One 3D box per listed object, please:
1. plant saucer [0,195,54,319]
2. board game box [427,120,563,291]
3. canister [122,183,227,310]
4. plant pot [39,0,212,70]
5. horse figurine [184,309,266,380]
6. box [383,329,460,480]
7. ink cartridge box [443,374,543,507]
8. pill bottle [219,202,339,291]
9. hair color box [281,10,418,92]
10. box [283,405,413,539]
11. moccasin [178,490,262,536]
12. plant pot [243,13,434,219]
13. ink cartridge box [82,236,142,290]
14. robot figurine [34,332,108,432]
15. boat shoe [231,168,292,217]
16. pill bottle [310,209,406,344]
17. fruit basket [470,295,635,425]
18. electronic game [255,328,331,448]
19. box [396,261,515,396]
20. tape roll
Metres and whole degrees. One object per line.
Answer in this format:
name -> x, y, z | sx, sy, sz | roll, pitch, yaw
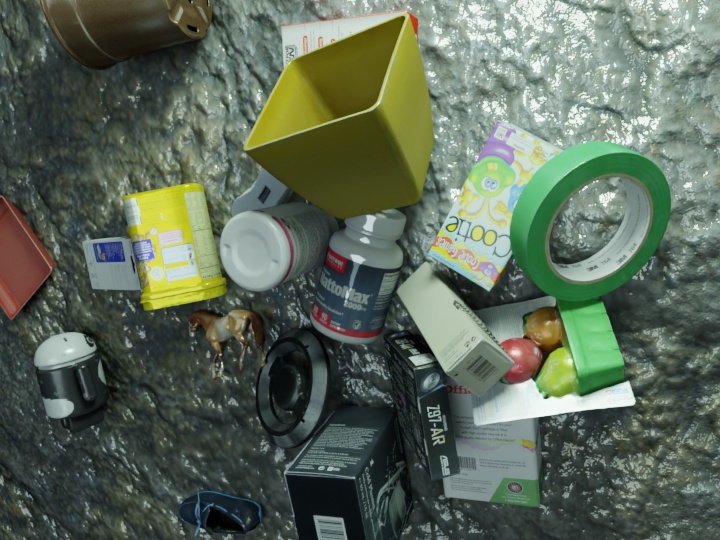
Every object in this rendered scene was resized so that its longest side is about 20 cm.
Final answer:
plant saucer -> -0.760, -0.027, 1.256 | 0.199, 0.037, 0.201 | -39, 85, 26
board game box -> 0.193, -0.090, 0.795 | 0.104, 0.103, 0.201 | 31, 112, 14
canister -> -0.330, -0.043, 1.023 | 0.147, 0.087, 0.202 | -11, 96, -1
plant pot -> -0.359, -0.434, 0.915 | 0.196, 0.200, 0.202 | 0, 102, 16
horse figurine -> -0.236, 0.121, 1.050 | 0.199, 0.050, 0.134 | -20, 74, 34
box -> 0.085, 0.190, 0.856 | 0.043, 0.200, 0.162 | -11, 98, -8
ink cartridge box -> 0.198, 0.242, 0.879 | 0.144, 0.084, 0.202 | -3, 101, 23
pill bottle -> -0.114, -0.044, 0.883 | 0.112, 0.200, 0.114 | 5, 104, 22
hair color box -> -0.016, -0.318, 0.857 | 0.198, 0.061, 0.102 | 4, 103, 21
box -> -0.010, 0.356, 0.925 | 0.123, 0.197, 0.202 | -4, 105, 22
moccasin -> -0.294, 0.489, 1.155 | 0.199, 0.068, 0.081 | -12, 97, 25
plant pot -> -0.003, -0.185, 0.779 | 0.199, 0.201, 0.177 | -8, 138, 30
ink cartridge box -> -0.463, -0.014, 1.103 | 0.199, 0.039, 0.100 | 1, 102, 41
robot figurine -> -0.598, 0.229, 1.199 | 0.149, 0.125, 0.202 | -9, 99, 7
boat shoe -> -0.147, -0.126, 0.955 | 0.074, 0.065, 0.200 | 52, 136, -3
pill bottle -> 0.000, 0.000, 0.891 | 0.119, 0.119, 0.202 | 21, 109, 17
fruit basket -> 0.244, 0.118, 0.785 | 0.198, 0.186, 0.094 | -16, 135, 17
electronic game -> -0.118, 0.199, 0.982 | 0.199, 0.041, 0.202 | -21, 61, 43
box -> 0.126, 0.076, 0.803 | 0.068, 0.200, 0.082 | -46, 123, 12
tape roll -> 0.290, -0.059, 0.728 | 0.199, 0.048, 0.202 | -6, 119, -11
